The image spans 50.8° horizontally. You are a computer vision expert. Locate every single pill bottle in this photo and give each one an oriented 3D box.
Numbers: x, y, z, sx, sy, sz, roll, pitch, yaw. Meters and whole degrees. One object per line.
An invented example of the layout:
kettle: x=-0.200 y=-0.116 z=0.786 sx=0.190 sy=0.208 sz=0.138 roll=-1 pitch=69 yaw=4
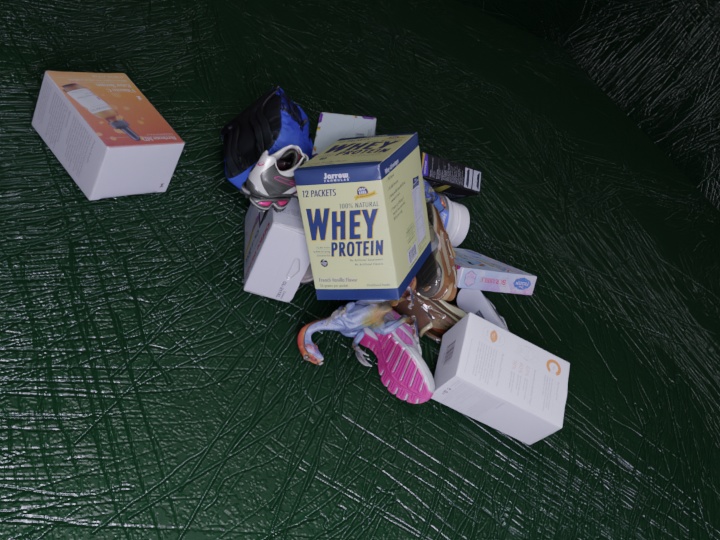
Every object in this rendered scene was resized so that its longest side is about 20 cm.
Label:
pill bottle: x=0.118 y=-0.112 z=1.554 sx=0.198 sy=0.114 sz=0.114 roll=12 pitch=37 yaw=-29

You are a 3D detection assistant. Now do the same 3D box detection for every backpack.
backpack: x=-0.157 y=-0.218 z=1.413 sx=0.167 sy=0.162 sz=0.201 roll=38 pitch=24 yaw=-30

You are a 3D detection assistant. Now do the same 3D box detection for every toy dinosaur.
toy dinosaur: x=-0.003 y=0.084 z=1.172 sx=0.179 sy=0.106 sz=0.200 roll=-8 pitch=15 yaw=11

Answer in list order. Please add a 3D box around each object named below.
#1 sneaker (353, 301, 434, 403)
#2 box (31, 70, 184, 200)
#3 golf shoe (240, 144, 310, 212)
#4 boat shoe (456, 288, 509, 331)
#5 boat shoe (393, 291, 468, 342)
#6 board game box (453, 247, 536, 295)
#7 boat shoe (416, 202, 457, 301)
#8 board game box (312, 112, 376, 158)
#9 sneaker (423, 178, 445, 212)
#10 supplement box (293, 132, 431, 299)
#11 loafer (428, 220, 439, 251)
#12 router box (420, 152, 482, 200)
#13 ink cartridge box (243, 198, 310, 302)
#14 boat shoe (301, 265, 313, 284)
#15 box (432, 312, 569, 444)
sneaker: x=0.066 y=0.124 z=1.224 sx=0.088 sy=0.082 sz=0.201 roll=-4 pitch=48 yaw=-41
box: x=-0.416 y=-0.226 z=1.249 sx=0.200 sy=0.107 sz=0.152 roll=46 pitch=34 yaw=21
golf shoe: x=-0.091 y=-0.147 z=1.172 sx=0.077 sy=0.089 sz=0.199 roll=41 pitch=35 yaw=23
boat shoe: x=0.243 y=0.118 z=1.403 sx=0.068 sy=0.072 sz=0.201 roll=30 pitch=27 yaw=-49
boat shoe: x=0.116 y=0.078 z=1.339 sx=0.201 sy=0.075 sz=0.075 roll=26 pitch=41 yaw=-9
board game box: x=0.203 y=-0.006 z=1.476 sx=0.198 sy=0.042 sz=0.199 roll=6 pitch=13 yaw=-35
boat shoe: x=0.131 y=-0.028 z=1.350 sx=0.073 sy=0.075 sz=0.202 roll=27 pitch=46 yaw=-32
board game box: x=-0.030 y=-0.175 z=1.384 sx=0.102 sy=0.201 sz=0.106 roll=7 pitch=56 yaw=3
sneaker: x=0.070 y=-0.106 z=1.429 sx=0.199 sy=0.075 sz=0.079 roll=-36 pitch=105 yaw=-32
supplement box: x=0.012 y=-0.086 z=1.157 sx=0.133 sy=0.202 sz=0.200 roll=-1 pitch=22 yaw=21
loafer: x=0.078 y=-0.109 z=1.329 sx=0.200 sy=0.075 sz=0.070 roll=57 pitch=-6 yaw=46
router box: x=0.134 y=-0.188 z=1.610 sx=0.156 sy=0.199 sz=0.053 roll=11 pitch=80 yaw=-31
ink cartridge box: x=-0.132 y=-0.072 z=1.251 sx=0.082 sy=0.146 sz=0.201 roll=16 pitch=35 yaw=-19
boat shoe: x=-0.043 y=-0.041 z=1.327 sx=0.072 sy=0.063 sz=0.200 roll=32 pitch=65 yaw=20
box: x=0.229 y=0.179 z=1.244 sx=0.199 sy=0.098 sz=0.125 roll=27 pitch=54 yaw=-10
